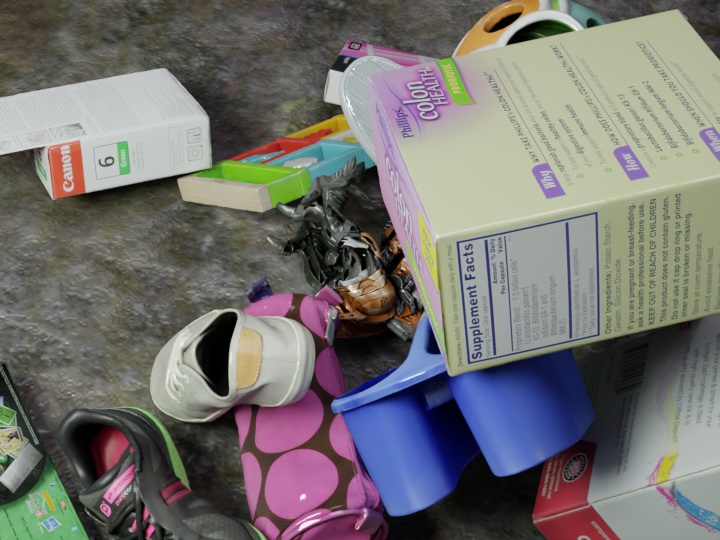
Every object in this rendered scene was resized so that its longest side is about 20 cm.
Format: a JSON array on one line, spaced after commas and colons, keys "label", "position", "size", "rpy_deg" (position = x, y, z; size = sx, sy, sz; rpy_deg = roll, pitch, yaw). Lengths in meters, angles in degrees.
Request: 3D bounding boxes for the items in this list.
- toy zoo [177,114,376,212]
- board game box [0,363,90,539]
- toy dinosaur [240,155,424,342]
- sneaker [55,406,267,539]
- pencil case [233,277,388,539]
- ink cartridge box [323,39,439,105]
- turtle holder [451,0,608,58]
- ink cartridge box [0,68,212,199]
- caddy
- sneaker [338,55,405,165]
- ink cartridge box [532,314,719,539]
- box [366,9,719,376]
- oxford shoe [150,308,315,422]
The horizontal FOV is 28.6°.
[{"label": "toy zoo", "position": [-0.033, -0.094, 1.140], "size": [0.199, 0.021, 0.131], "rpy_deg": [-25, 20, -30]}, {"label": "board game box", "position": [-0.243, 0.148, 0.902], "size": [0.104, 0.024, 0.200], "rpy_deg": [-15, 48, -26]}, {"label": "toy dinosaur", "position": [0.000, 0.000, 1.050], "size": [0.199, 0.102, 0.136], "rpy_deg": [-8, 59, -47]}, {"label": "sneaker", "position": [-0.127, 0.154, 0.860], "size": [0.200, 0.077, 0.084], "rpy_deg": [38, 8, 38]}, {"label": "pencil case", "position": [-0.036, 0.105, 0.925], "size": [0.093, 0.091, 0.201], "rpy_deg": [-27, 49, 13]}, {"label": "ink cartridge box", "position": [0.073, -0.156, 1.242], "size": [0.198, 0.037, 0.095], "rpy_deg": [15, 26, 3]}, {"label": "turtle holder", "position": [0.133, -0.102, 0.976], "size": [0.140, 0.132, 0.187], "rpy_deg": [-10, 79, 2]}, {"label": "ink cartridge box", "position": [-0.230, -0.106, 1.133], "size": [0.199, 0.051, 0.109], "rpy_deg": [-14, 34, -21]}, {"label": "caddy", "position": [0.063, 0.072, 0.872], "size": [0.141, 0.106, 0.200], "rpy_deg": [-23, -2, 15]}, {"label": "sneaker", "position": [0.057, -0.083, 1.086], "size": [0.200, 0.071, 0.073], "rpy_deg": [45, 84, -10]}, {"label": "ink cartridge box", "position": [0.221, 0.104, 0.893], "size": [0.083, 0.199, 0.146], "rpy_deg": [48, 39, -23]}, {"label": "box", "position": [0.120, -0.050, 0.806], "size": [0.198, 0.097, 0.176], "rpy_deg": [-12, 38, -5]}, {"label": "oxford shoe", "position": [-0.099, 0.059, 0.910], "size": [0.057, 0.200, 0.076], "rpy_deg": [8, 80, -30]}]
